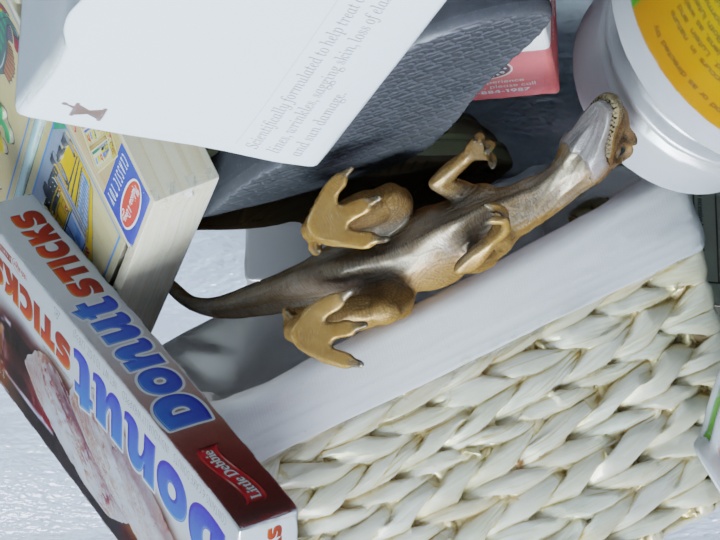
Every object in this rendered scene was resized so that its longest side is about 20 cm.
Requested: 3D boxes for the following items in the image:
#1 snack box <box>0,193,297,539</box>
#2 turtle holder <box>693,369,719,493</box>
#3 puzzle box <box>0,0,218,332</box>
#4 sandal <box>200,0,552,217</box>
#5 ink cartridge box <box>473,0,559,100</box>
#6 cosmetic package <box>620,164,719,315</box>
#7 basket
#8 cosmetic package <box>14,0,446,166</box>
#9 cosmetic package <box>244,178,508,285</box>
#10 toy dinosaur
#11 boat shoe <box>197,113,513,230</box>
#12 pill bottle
[{"bbox_3d":[-0.077,0.054,0.947,0.024,0.200,0.072,-16,128,-25],"label":"snack box"},{"bbox_3d":[0.184,0.052,0.964,0.132,0.141,0.186,-33,-177,2],"label":"turtle holder"},{"bbox_3d":[-0.105,-0.045,0.995,0.025,0.133,0.200,-23,165,-21],"label":"puzzle box"},{"bbox_3d":[0.001,-0.063,0.887,0.076,0.043,0.200,-14,169,-29],"label":"sandal"},{"bbox_3d":[-0.003,-0.120,0.892,0.116,0.068,0.200,-4,159,8],"label":"ink cartridge box"},{"bbox_3d":[0.201,-0.015,1.109,0.199,0.104,0.073,6,158,-12],"label":"cosmetic package"},{"bbox_3d":[0.029,0.056,1.021,0.200,0.124,0.136,-27,-168,-18],"label":"basket"},{"bbox_3d":[-0.027,-0.139,0.667,0.081,0.201,0.113,8,157,-18],"label":"cosmetic package"},{"bbox_3d":[0.052,-0.001,1.210,0.199,0.051,0.083,-1,159,2],"label":"cosmetic package"},{"bbox_3d":[0.000,0.000,0.936,0.200,0.061,0.106,-19,178,22],"label":"toy dinosaur"},{"bbox_3d":[-0.012,-0.053,1.067,0.072,0.065,0.200,-32,163,31],"label":"boat shoe"},{"bbox_3d":[0.147,-0.098,0.888,0.111,0.111,0.200,9,156,-21],"label":"pill bottle"}]
